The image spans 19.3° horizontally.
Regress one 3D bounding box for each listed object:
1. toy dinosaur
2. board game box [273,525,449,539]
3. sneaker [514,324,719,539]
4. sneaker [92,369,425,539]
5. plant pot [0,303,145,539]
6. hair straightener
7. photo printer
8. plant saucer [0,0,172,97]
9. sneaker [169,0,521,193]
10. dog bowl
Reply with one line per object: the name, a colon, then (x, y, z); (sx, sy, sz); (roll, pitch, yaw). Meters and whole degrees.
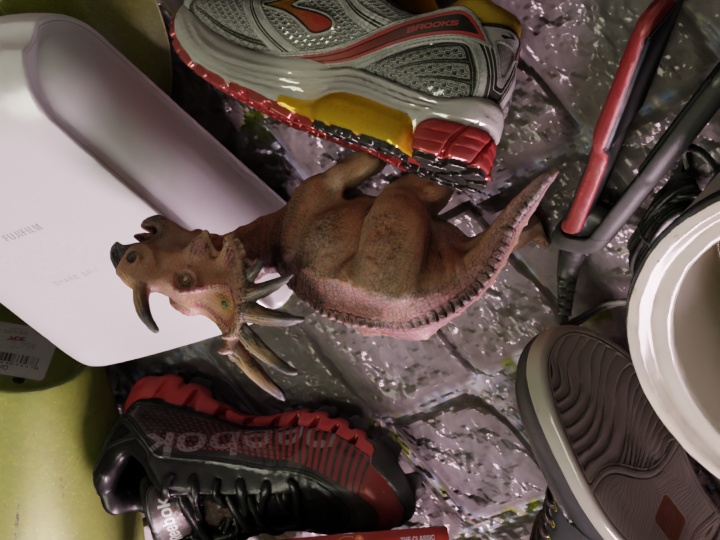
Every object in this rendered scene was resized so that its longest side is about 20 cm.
toy dinosaur: (0.000, 0.000, 0.945); (0.199, 0.136, 0.086); (2, 128, 39)
board game box: (-0.044, 0.162, 1.155); (0.200, 0.102, 0.020); (-25, 70, 59)
sneaker: (0.102, 0.110, 1.005); (0.106, 0.075, 0.201); (-4, 129, 44)
sneaker: (-0.063, 0.116, 1.143); (0.199, 0.098, 0.071); (11, 132, 32)
plant pot: (-0.205, 0.124, 1.230); (0.186, 0.187, 0.202); (24, 125, 21)
hair straightener: (0.125, -0.030, 0.885); (0.077, 0.041, 0.201); (33, 142, 11)
photo printer: (-0.146, -0.041, 1.039); (0.165, 0.070, 0.200); (-15, 134, 42)
plant saucer: (-0.183, -0.130, 1.064); (0.199, 0.031, 0.201); (23, 138, 22)
sneaker: (-0.004, -0.096, 0.916); (0.199, 0.083, 0.078); (22, 179, 42)
dog bowl: (0.207, 0.017, 0.813); (0.198, 0.074, 0.201); (17, 139, 15)
